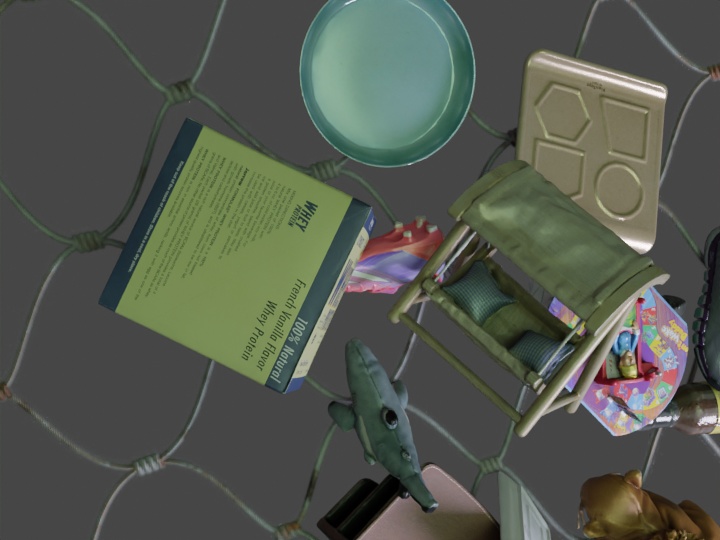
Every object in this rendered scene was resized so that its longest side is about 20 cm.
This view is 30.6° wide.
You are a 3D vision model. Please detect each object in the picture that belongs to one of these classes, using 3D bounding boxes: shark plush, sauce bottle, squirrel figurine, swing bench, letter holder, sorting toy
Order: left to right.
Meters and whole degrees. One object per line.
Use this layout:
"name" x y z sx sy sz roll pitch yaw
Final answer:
"shark plush" 0.021 0.170 1.382 0.090 0.201 0.083 -7 141 -9
"letter holder" 0.077 0.309 1.453 0.142 0.101 0.200 -45 108 -11
"swing bench" 0.170 0.023 1.351 0.130 0.199 0.200 -12 137 -55
"sorting toy" 0.254 -0.131 1.477 0.184 0.036 0.201 12 80 -19
"squirrel figurine" 0.337 0.307 1.485 0.142 0.200 0.187 -44 120 -2
"sauce bottle" 0.416 0.162 1.566 0.199 0.065 0.065 -2 97 -18

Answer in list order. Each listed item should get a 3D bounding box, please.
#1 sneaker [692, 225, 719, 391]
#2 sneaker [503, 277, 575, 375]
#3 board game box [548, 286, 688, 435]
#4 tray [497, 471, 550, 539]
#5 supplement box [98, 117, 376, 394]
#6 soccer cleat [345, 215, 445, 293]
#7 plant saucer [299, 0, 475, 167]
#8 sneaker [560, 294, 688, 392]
"sneaker" 0.439 0.040 1.526 0.074 0.087 0.201 6 80 -21
"sneaker" 0.220 0.028 1.477 0.070 0.080 0.201 16 90 -18
"board game box" 0.294 0.083 1.450 0.200 0.039 0.158 45 75 -20
"tray" 0.186 0.305 1.441 0.022 0.200 0.108 -30 106 15
"supplement box" -0.114 -0.011 1.295 0.199 0.134 0.201 25 89 4
"soccer cleat" 0.000 0.000 1.410 0.199 0.067 0.077 -16 116 -15
"plant saucer" 0.027 -0.212 1.409 0.199 0.027 0.201 -2 97 -18
"sneaker" 0.300 0.104 1.519 0.199 0.076 0.091 -23 110 -13
